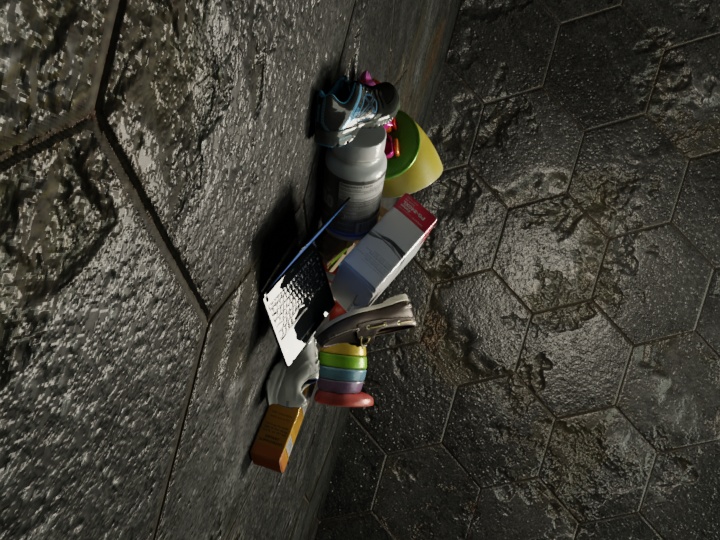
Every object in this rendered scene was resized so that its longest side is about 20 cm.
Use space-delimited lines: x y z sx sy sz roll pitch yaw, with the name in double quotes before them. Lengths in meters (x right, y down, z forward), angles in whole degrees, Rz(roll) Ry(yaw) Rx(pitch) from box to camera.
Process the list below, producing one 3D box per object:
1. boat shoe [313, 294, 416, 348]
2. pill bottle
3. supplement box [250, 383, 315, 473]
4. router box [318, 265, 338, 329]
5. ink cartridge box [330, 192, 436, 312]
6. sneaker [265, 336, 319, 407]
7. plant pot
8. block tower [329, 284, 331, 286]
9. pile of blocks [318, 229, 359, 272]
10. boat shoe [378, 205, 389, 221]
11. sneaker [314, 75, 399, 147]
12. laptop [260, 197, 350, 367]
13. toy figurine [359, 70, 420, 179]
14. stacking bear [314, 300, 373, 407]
"boat shoe" 0.012 0.100 0.980 0.196 0.061 0.072 -17 163 -31
"pill bottle" -0.012 -0.163 0.998 0.203 0.111 0.115 99 11 -46
"supplement box" -0.147 0.280 1.094 0.070 0.065 0.203 92 14 -51
"router box" -0.056 0.019 1.309 0.203 0.047 0.182 97 11 -51
"ink cartridge box" 0.038 -0.024 1.040 0.200 0.083 0.146 -46 173 -28
"sneaker" -0.110 0.168 1.053 0.075 0.085 0.204 93 14 -59
"plant pot" 0.093 -0.293 1.381 0.202 0.195 0.145 -65 141 -51
"block tower" -0.090 0.046 1.082 0.200 0.056 0.056 67 40 -82
"pile of blocks" -0.050 -0.047 1.148 0.082 0.062 0.200 -49 165 7
"boat shoe" 0.046 -0.105 1.258 0.065 0.070 0.200 -57 -179 8
"sneaker" 0.001 -0.267 0.882 0.200 0.072 0.084 -43 143 -40
"laptop" -0.067 0.018 0.874 0.178 0.101 0.205 -51 133 -50
"toy figurine" 0.029 -0.302 1.057 0.184 0.145 0.206 44 40 -72
"stacking bear" -0.033 0.165 1.138 0.113 0.118 0.207 16 78 -62
